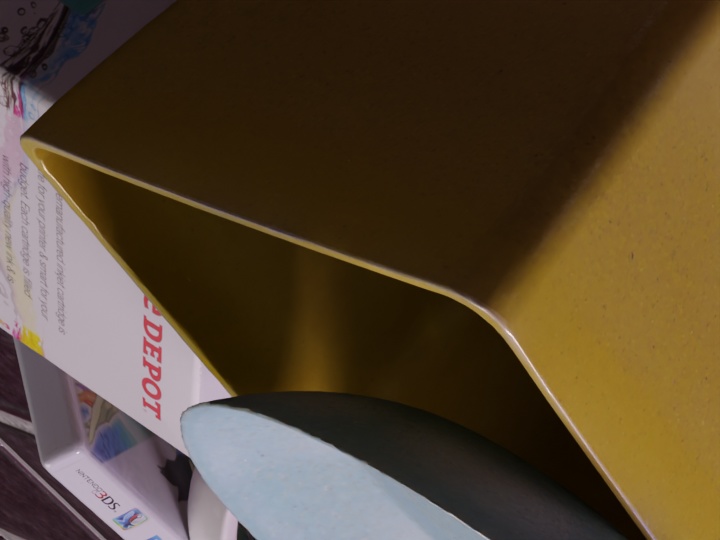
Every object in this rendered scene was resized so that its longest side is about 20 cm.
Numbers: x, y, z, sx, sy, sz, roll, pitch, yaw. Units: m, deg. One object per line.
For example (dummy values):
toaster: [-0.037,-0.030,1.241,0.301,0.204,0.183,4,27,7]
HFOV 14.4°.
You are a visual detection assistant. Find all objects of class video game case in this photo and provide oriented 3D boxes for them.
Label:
video game case: [-0.102,0.041,1.217,0.182,0.022,0.200,50,-162,-51]

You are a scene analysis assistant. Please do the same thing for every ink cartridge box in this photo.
ink cartridge box: [-0.086,-0.065,1.022,0.200,0.146,0.147,33,145,20]

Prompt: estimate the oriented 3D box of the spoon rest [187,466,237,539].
spoon rest: [-0.008,0.148,1.191,0.200,0.061,0.099,50,160,-29]

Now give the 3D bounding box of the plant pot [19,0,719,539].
plant pot: [0.057,-0.024,0.861,0.200,0.176,0.200,19,156,43]

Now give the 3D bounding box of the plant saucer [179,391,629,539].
plant saucer: [0.038,0.088,0.827,0.201,0.039,0.201,32,162,12]
